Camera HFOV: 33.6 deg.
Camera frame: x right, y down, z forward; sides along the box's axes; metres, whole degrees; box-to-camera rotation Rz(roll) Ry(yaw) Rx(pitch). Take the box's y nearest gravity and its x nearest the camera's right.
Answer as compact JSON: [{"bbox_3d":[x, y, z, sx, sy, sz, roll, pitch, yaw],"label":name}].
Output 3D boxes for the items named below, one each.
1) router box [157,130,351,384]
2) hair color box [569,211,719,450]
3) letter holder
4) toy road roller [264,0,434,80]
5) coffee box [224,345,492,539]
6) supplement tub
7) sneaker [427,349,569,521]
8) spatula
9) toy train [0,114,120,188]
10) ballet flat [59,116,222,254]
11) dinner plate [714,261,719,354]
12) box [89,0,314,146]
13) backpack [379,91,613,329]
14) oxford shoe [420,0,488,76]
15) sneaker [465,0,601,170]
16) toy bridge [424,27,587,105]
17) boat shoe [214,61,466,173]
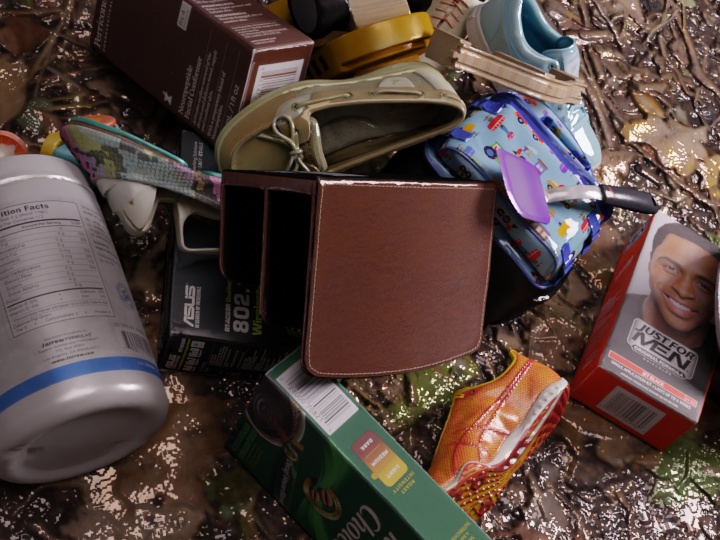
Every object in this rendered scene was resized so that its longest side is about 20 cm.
[{"bbox_3d":[-0.083,-0.009,0.972,0.149,0.062,0.201,8,56,-16],"label":"router box"},{"bbox_3d":[0.269,0.050,1.075,0.101,0.061,0.201,30,52,-1],"label":"hair color box"},{"bbox_3d":[0.000,0.000,0.888,0.199,0.100,0.143,-4,99,-47],"label":"letter holder"},{"bbox_3d":[-0.011,-0.183,1.053,0.122,0.200,0.147,-19,92,-27],"label":"toy road roller"},{"bbox_3d":[-0.004,0.160,0.856,0.200,0.123,0.044,45,53,9],"label":"coffee box"},{"bbox_3d":[-0.225,0.035,0.844,0.131,0.132,0.201,-12,63,-28],"label":"supplement tub"},{"bbox_3d":[0.089,0.140,0.953,0.077,0.073,0.200,28,45,26],"label":"sneaker"},{"bbox_3d":[0.182,-0.061,0.971,0.199,0.021,0.057,3,66,-37],"label":"spatula"},{"bbox_3d":[-0.269,-0.109,0.939,0.199,0.056,0.150,-5,36,-28],"label":"toy train"},{"bbox_3d":[-0.135,-0.052,0.897,0.199,0.069,0.072,19,79,-17],"label":"ballet flat"},{"bbox_3d":[0.362,0.056,1.083,0.199,0.024,0.202,13,73,-47],"label":"dinner plate"},{"bbox_3d":[-0.138,-0.192,1.005,0.075,0.101,0.200,-18,46,-44],"label":"box"},{"bbox_3d":[0.135,-0.074,1.051,0.183,0.134,0.200,51,48,0],"label":"backpack"},{"bbox_3d":[0.076,-0.246,1.182,0.071,0.074,0.200,32,53,1],"label":"oxford shoe"},{"bbox_3d":[0.183,-0.180,1.148,0.200,0.082,0.074,51,53,-12],"label":"sneaker"},{"bbox_3d":[0.138,-0.168,1.029,0.199,0.027,0.067,5,23,-49],"label":"toy bridge"},{"bbox_3d":[-0.017,-0.110,0.944,0.199,0.074,0.063,-16,34,-12],"label":"boat shoe"}]
